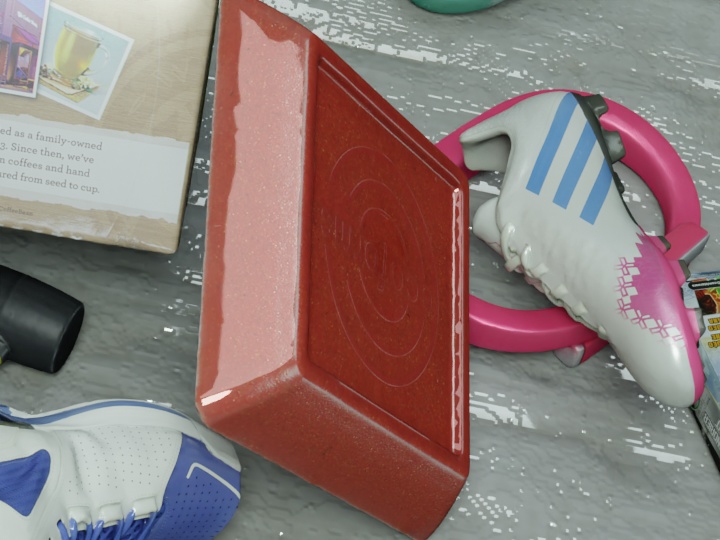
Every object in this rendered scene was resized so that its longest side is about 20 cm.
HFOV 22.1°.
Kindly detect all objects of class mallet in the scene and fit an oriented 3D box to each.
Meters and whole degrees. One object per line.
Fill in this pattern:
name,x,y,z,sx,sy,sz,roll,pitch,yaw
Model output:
mallet,-0.203,0.073,0.837,0.066,0.041,0.200,29,55,9

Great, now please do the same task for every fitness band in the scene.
fitness band,0.100,-0.025,0.990,0.144,0.037,0.200,40,53,22

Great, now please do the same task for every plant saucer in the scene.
plant saucer,0.000,0.000,0.824,0.037,0.200,0.201,-11,63,27

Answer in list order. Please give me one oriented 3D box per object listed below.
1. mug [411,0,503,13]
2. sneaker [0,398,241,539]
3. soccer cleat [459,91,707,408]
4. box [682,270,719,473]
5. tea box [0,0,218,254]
mug,0.107,-0.242,1.108,0.114,0.185,0.152,28,26,6
sneaker,-0.139,0.109,0.753,0.199,0.081,0.115,17,36,-37
soccer cleat,0.106,-0.006,0.915,0.086,0.070,0.200,-16,50,-3
box,0.267,0.056,0.958,0.199,0.040,0.137,-5,52,-18
tea box,-0.171,-0.102,0.864,0.199,0.134,0.197,9,9,-5
